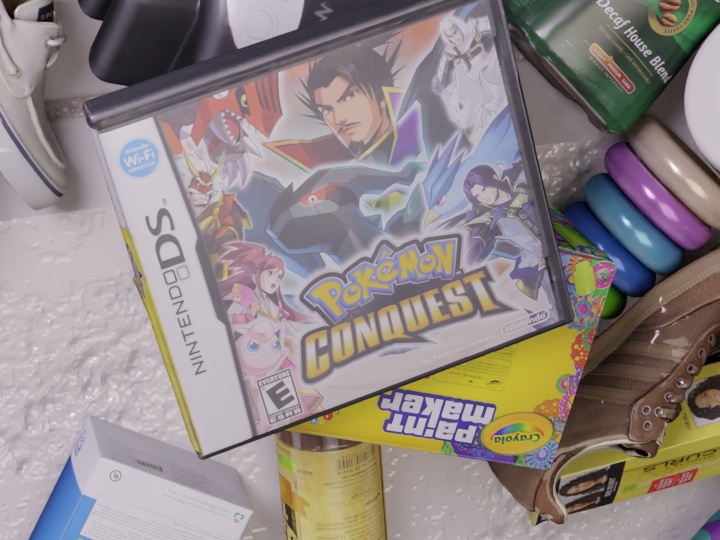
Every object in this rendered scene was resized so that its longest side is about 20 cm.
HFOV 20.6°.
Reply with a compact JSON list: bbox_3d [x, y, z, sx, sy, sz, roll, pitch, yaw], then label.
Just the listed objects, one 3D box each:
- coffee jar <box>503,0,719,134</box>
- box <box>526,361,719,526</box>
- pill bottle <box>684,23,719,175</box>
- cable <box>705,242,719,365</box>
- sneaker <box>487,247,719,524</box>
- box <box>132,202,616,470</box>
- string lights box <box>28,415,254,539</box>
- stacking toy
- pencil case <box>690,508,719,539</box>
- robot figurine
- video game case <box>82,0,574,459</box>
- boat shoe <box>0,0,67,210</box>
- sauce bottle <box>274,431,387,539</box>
[{"bbox_3d":[0.175,-0.180,1.103,0.200,0.085,0.104,-46,117,4],"label":"coffee jar"},{"bbox_3d":[0.195,0.099,1.219,0.198,0.050,0.075,-14,152,-10],"label":"box"},{"bbox_3d":[0.268,-0.068,1.130,0.111,0.111,0.200,-47,144,5],"label":"pill bottle"},{"bbox_3d":[0.184,0.048,1.235,0.199,0.051,0.097,-27,134,9],"label":"cable"},{"bbox_3d":[0.164,0.067,1.153,0.199,0.070,0.076,-37,76,-1],"label":"sneaker"},{"bbox_3d":[0.000,0.000,1.063,0.198,0.193,0.123,11,107,-19],"label":"box"},{"bbox_3d":[-0.155,0.199,1.171,0.102,0.059,0.201,23,103,-23],"label":"string lights box"},{"bbox_3d":[0.129,0.005,1.175,0.085,0.086,0.200,38,104,-26],"label":"stacking toy"},{"bbox_3d":[0.297,0.160,1.276,0.200,0.085,0.093,-41,101,3],"label":"pencil case"},{"bbox_3d":[-0.041,-0.129,1.015,0.198,0.125,0.152,3,94,-27],"label":"robot figurine"},{"bbox_3d":[-0.010,-0.025,0.930,0.198,0.026,0.182,-19,114,-9],"label":"video game case"},{"bbox_3d":[-0.185,-0.121,1.019,0.069,0.071,0.201,-26,123,-3],"label":"boat shoe"},{"bbox_3d":[-0.014,0.166,1.197,0.064,0.065,0.202,-9,112,-13],"label":"sauce bottle"}]
